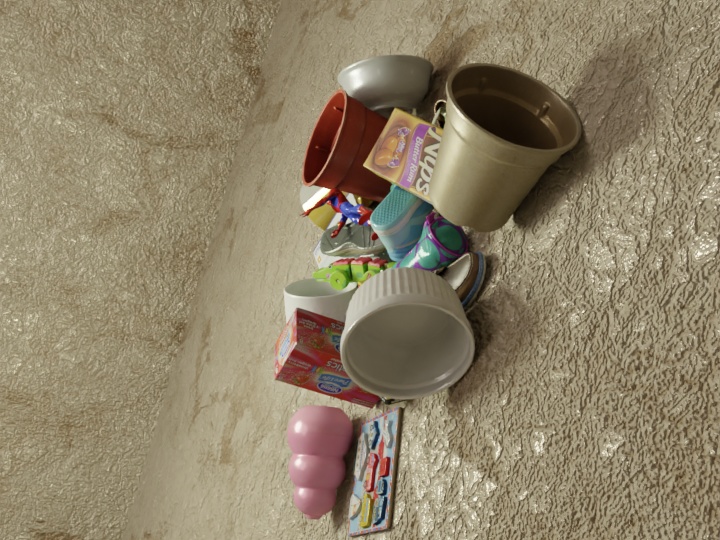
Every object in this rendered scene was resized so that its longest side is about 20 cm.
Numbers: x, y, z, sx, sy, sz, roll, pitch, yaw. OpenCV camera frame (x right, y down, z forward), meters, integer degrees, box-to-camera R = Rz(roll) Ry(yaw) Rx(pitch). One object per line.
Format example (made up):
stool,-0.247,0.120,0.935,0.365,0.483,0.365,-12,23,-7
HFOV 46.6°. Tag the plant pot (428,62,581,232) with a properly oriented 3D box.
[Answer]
plant pot,0.188,-0.165,1.211,0.201,0.199,0.184,-93,18,-44

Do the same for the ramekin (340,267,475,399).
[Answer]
ramekin,0.068,0.089,1.261,0.201,0.199,0.105,-57,21,33

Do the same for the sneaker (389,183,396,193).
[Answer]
sneaker,0.102,-0.146,1.569,0.075,0.087,0.201,-114,22,-49

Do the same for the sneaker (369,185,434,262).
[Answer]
sneaker,0.103,-0.097,1.499,0.079,0.131,0.200,22,56,43

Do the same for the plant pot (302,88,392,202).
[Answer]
plant pot,0.013,-0.230,1.659,0.201,0.194,0.202,-52,28,42

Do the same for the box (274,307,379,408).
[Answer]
box,-0.044,0.157,1.481,0.100,0.199,0.096,-57,23,33

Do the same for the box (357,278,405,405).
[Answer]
box,0.041,0.116,1.386,0.075,0.050,0.202,-144,44,-68

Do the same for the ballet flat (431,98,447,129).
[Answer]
ballet flat,0.157,-0.231,1.477,0.068,0.067,0.201,-53,28,39

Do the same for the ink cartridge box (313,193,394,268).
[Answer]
ink cartridge box,-0.018,-0.027,1.726,0.197,0.043,0.201,-55,41,38

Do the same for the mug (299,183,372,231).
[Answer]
mug,-0.019,-0.165,1.819,0.153,0.187,0.149,-40,-6,39

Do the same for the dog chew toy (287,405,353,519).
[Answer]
dog chew toy,-0.078,0.351,1.532,0.124,0.124,0.202,157,120,-63

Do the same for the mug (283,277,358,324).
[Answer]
mug,-0.051,0.118,1.622,0.199,0.147,0.177,9,109,40

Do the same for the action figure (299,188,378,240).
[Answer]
action figure,-0.040,-0.094,1.561,0.099,0.065,0.200,-41,31,-3

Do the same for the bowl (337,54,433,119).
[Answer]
bowl,0.055,-0.362,1.710,0.201,0.199,0.091,160,107,-64

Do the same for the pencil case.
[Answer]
pencil case,0.099,-0.005,1.409,0.085,0.093,0.200,-34,-10,-46

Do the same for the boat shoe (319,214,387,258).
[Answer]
boat shoe,0.008,-0.060,1.607,0.201,0.064,0.075,-14,66,43

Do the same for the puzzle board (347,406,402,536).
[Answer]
puzzle board,0.020,0.344,1.424,0.151,0.017,0.202,-38,39,56

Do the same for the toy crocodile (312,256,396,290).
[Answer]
toy crocodile,0.000,0.000,1.577,0.199,0.067,0.062,0,105,31

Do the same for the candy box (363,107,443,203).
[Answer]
candy box,0.113,-0.183,1.410,0.199,0.056,0.117,31,94,33

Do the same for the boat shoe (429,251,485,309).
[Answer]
boat shoe,0.125,0.037,1.331,0.200,0.072,0.073,-53,28,40
